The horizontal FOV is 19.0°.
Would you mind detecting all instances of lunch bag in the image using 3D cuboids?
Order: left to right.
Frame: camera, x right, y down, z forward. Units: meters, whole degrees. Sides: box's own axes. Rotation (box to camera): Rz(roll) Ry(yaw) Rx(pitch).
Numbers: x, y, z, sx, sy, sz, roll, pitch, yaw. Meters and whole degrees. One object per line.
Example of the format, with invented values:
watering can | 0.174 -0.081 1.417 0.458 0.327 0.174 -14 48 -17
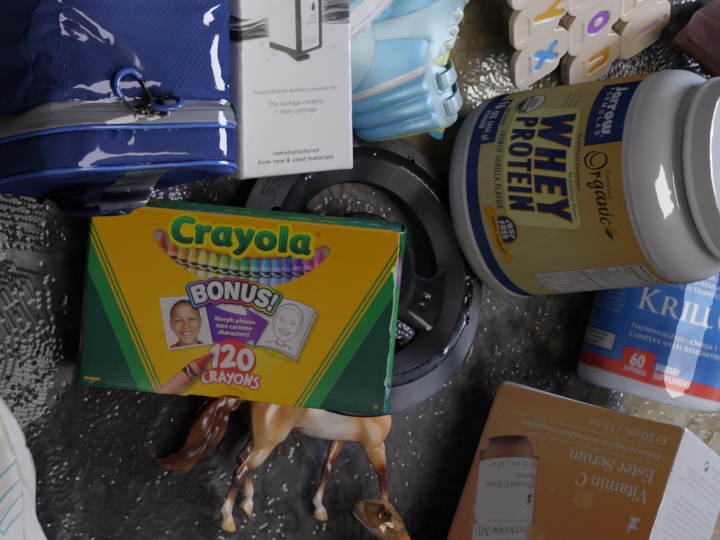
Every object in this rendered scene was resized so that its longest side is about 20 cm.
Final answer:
lunch bag | -0.155 -0.097 1.269 0.136 0.200 0.133 -4 91 -28

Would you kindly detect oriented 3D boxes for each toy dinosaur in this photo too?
toy dinosaur | 0.037 0.241 1.528 0.106 0.060 0.200 -34 134 -1

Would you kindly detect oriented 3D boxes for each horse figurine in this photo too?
horse figurine | -0.039 0.111 1.473 0.200 0.050 0.133 4 102 -34

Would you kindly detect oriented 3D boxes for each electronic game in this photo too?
electronic game | 0.000 0.000 1.462 0.200 0.042 0.201 6 80 -33

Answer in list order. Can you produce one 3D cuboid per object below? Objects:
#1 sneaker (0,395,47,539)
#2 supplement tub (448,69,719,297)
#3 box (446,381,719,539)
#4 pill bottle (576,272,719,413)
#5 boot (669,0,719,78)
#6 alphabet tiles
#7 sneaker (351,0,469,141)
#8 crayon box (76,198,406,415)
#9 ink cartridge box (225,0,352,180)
sneaker | -0.243 0.146 1.343 0.080 0.070 0.201 -21 110 -24
supplement tub | 0.176 -0.059 1.463 0.144 0.200 0.145 11 76 -54
box | 0.150 0.200 1.513 0.106 0.152 0.200 38 68 -56
pill bottle | 0.236 -0.004 1.582 0.112 0.112 0.201 13 92 -32
boot | 0.329 -0.151 1.610 0.166 0.072 0.200 43 33 9
alphabet tiles | 0.178 -0.214 1.504 0.195 0.015 0.200 -34 146 -18
sneaker | 0.050 -0.167 1.459 0.200 0.080 0.131 -39 114 -9
crayon box | -0.075 0.020 1.371 0.199 0.058 0.119 5 97 3
ink cartridge box | -0.073 -0.166 1.343 0.084 0.146 0.201 -7 102 -28
